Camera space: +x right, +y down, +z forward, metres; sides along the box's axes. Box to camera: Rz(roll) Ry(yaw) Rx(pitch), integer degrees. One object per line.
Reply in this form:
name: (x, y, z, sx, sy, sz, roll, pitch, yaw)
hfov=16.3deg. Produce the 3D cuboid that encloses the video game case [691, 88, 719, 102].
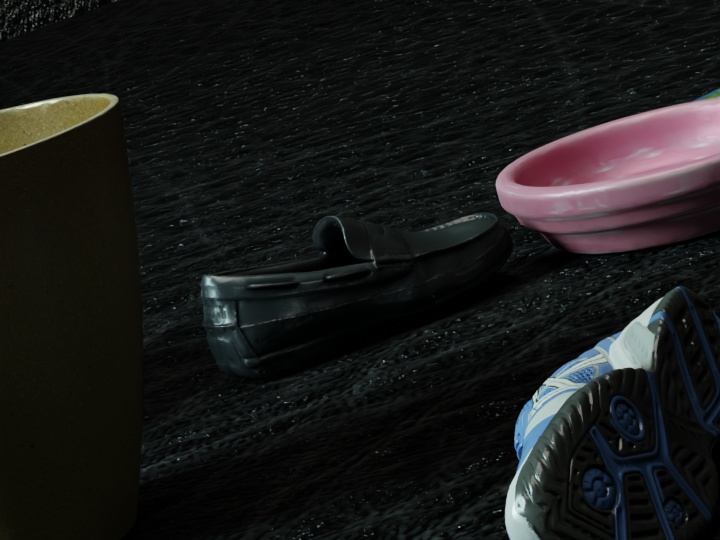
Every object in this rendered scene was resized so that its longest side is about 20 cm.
video game case: (0.331, -0.127, 1.729, 0.143, 0.018, 0.200, -27, 17, -40)

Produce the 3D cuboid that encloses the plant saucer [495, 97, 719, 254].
plant saucer: (0.183, -0.056, 1.515, 0.200, 0.051, 0.201, -14, 12, 3)

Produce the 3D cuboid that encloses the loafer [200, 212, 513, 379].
loafer: (0.000, 0.000, 1.437, 0.200, 0.070, 0.068, -21, 14, -26)

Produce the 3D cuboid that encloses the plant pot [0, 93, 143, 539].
plant pot: (-0.175, 0.038, 1.177, 0.186, 0.200, 0.186, -15, 12, 3)

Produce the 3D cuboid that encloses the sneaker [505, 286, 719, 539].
sneaker: (0.099, 0.077, 1.013, 0.077, 0.076, 0.200, -34, 1, 30)
